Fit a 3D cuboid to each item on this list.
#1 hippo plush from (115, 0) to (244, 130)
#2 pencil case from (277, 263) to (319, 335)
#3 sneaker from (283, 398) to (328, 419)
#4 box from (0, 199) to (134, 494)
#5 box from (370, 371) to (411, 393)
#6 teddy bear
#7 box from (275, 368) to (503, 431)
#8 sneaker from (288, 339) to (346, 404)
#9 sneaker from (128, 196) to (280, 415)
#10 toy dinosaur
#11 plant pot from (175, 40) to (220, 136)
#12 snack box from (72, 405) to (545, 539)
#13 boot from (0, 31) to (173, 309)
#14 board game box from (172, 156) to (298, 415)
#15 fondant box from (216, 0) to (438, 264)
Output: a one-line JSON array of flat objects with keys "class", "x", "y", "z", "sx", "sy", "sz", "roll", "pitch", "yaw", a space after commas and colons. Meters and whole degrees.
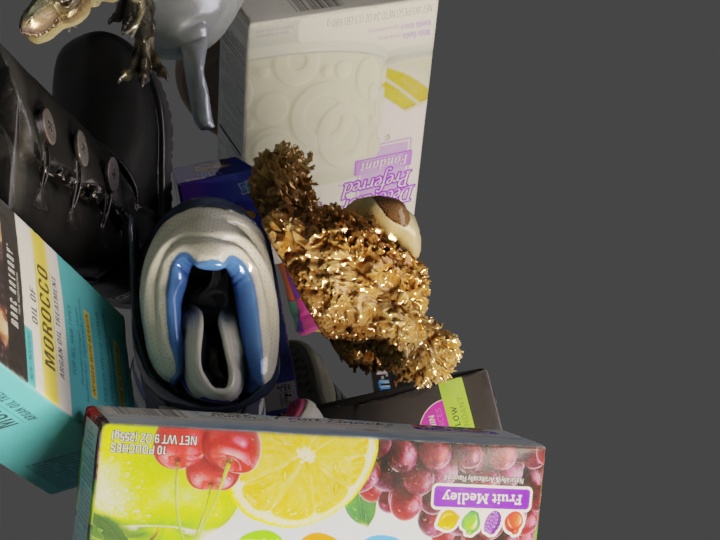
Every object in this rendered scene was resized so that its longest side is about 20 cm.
[{"class": "hippo plush", "x": -0.093, "y": -0.217, "z": 0.936, "sx": 0.160, "sy": 0.160, "sz": 0.200, "roll": 55, "pitch": -2, "yaw": -26}, {"class": "pencil case", "x": -0.044, "y": -0.048, "z": 1.309, "sx": 0.088, "sy": 0.087, "sz": 0.202, "roll": -37, "pitch": 112, "yaw": -80}, {"class": "sneaker", "x": -0.036, "y": 0.167, "z": 0.735, "sx": 0.074, "sy": 0.087, "sz": 0.202, "roll": -53, "pitch": 167, "yaw": -86}, {"class": "box", "x": -0.155, "y": 0.022, "z": 0.644, "sx": 0.200, "sy": 0.049, "sz": 0.083, "roll": 57, "pitch": 19, "yaw": -62}, {"class": "box", "x": 0.063, "y": 0.184, "z": 1.649, "sx": 0.200, "sy": 0.049, "sz": 0.200, "roll": 60, "pitch": 16, "yaw": -54}, {"class": "teddy bear", "x": 0.000, "y": 0.000, "z": 0.791, "sx": 0.146, "sy": 0.066, "sz": 0.200, "roll": 58, "pitch": -2, "yaw": 22}, {"class": "box", "x": 0.004, "y": 0.155, "z": 0.890, "sx": 0.200, "sy": 0.123, "sz": 0.150, "roll": 136, "pitch": -59, "yaw": -68}, {"class": "sneaker", "x": -0.022, "y": 0.158, "z": 1.108, "sx": 0.114, "sy": 0.076, "sz": 0.201, "roll": 51, "pitch": 19, "yaw": -52}, {"class": "sneaker", "x": -0.081, "y": 0.066, "z": 0.752, "sx": 0.146, "sy": 0.080, "sz": 0.202, "roll": -118, "pitch": -147, "yaw": -80}, {"class": "toy dinosaur", "x": -0.121, "y": -0.152, "z": 0.789, "sx": 0.201, "sy": 0.047, "sz": 0.089, "roll": -80, "pitch": 167, "yaw": -52}, {"class": "plant pot", "x": -0.064, "y": -0.190, "z": 1.194, "sx": 0.176, "sy": 0.198, "sz": 0.201, "roll": -73, "pitch": 149, "yaw": -42}, {"class": "snack box", "x": -0.024, "y": 0.137, "z": 0.665, "sx": 0.053, "sy": 0.198, "sz": 0.144, "roll": -166, "pitch": -98, "yaw": -70}, {"class": "boot", "x": -0.158, "y": -0.075, "z": 0.772, "sx": 0.200, "sy": 0.065, "sz": 0.166, "roll": 34, "pitch": 39, "yaw": -69}, {"class": "board game box", "x": -0.078, "y": 0.005, "z": 0.927, "sx": 0.200, "sy": 0.044, "sz": 0.136, "roll": -141, "pitch": -139, "yaw": -80}, {"class": "fondant box", "x": -0.027, "y": -0.108, "z": 1.099, "sx": 0.058, "sy": 0.143, "sz": 0.202, "roll": 53, "pitch": -33, "yaw": 45}]
